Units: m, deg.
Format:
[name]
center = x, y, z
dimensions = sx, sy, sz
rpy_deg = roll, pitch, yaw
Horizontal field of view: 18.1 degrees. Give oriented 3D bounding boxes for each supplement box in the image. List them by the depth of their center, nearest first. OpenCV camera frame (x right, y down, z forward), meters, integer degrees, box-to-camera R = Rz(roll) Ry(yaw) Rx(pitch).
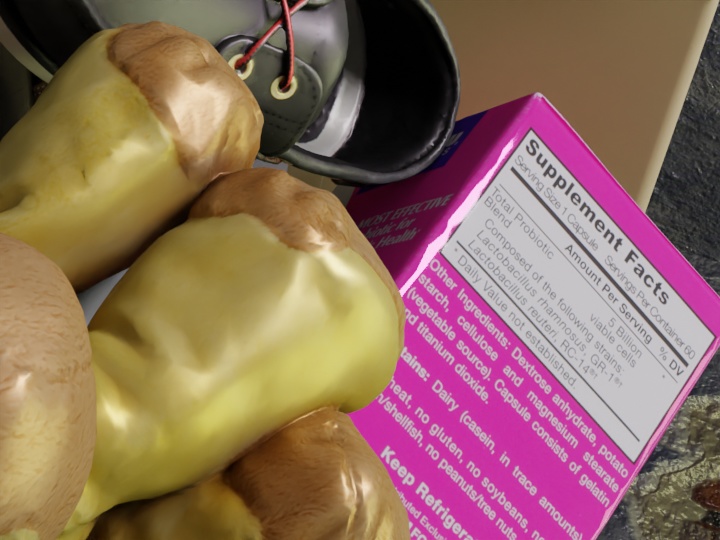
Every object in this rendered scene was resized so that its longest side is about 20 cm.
[supplement box]
center = 0.006, 0.057, 0.664
dimensions = 0.101, 0.103, 0.200
rpy_deg = -17, -150, 55

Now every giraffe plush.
[giraffe plush]
center = -0.097, 0.032, 0.459
dimensions = 0.200, 0.173, 0.162
rpy_deg = -37, 163, 3

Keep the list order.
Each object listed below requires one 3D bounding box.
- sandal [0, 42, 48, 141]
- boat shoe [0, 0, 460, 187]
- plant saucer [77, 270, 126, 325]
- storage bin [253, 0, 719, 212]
[sandal]
center = -0.079, -0.060, 0.648
dimensions = 0.082, 0.055, 0.200
rpy_deg = -64, 171, -52
[boat shoe]
center = -0.032, -0.070, 0.598
dimensions = 0.201, 0.063, 0.074
rpy_deg = 24, 81, -64
[plant saucer]
center = -0.101, 0.055, 0.694
dimensions = 0.200, 0.050, 0.200
rpy_deg = -54, 178, -2
[storage bin]
center = 0.007, -0.067, 0.776
dimensions = 0.200, 0.198, 0.094
rpy_deg = 103, -9, -46
